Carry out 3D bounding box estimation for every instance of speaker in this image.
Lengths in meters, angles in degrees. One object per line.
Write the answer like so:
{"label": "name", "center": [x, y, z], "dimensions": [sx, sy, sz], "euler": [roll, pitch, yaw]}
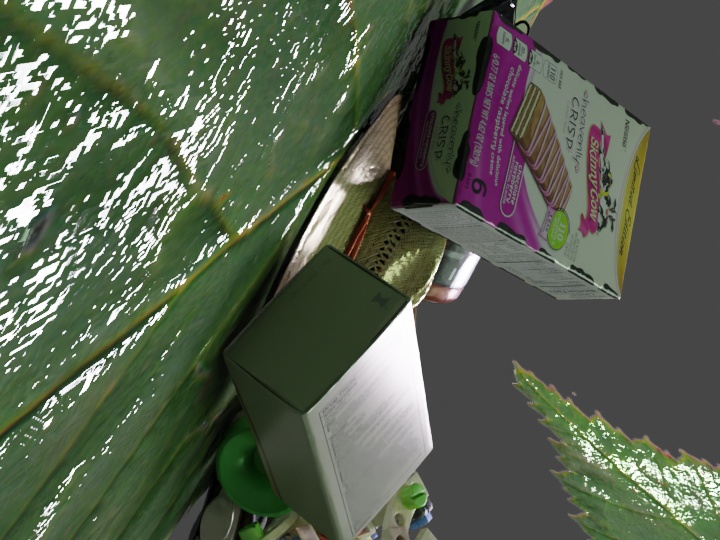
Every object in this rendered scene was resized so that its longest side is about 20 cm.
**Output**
{"label": "speaker", "center": [-0.044, 0.115, 1.130], "dimensions": [0.089, 0.088, 0.200], "euler": [-63, 174, 24]}

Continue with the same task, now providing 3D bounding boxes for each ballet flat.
{"label": "ballet flat", "center": [-0.119, 0.226, 1.180], "dimensions": [0.068, 0.068, 0.202], "euler": [-37, 147, -54]}

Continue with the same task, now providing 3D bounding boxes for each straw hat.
{"label": "straw hat", "center": [0.016, -0.017, 0.994], "dimensions": [0.202, 0.085, 0.201], "euler": [-60, 176, -7]}

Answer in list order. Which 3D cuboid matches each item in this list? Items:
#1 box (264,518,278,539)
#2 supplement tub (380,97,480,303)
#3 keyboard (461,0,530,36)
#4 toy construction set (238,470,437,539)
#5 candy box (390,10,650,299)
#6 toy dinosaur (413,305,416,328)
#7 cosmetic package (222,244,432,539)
{"label": "box", "center": [-0.115, 0.254, 1.295], "dimensions": [0.201, 0.074, 0.100], "euler": [-65, 173, 28]}
{"label": "supplement tub", "center": [0.073, -0.083, 1.098], "dimensions": [0.201, 0.106, 0.107], "euler": [-62, 175, 18]}
{"label": "keyboard", "center": [0.096, -0.136, 1.199], "dimensions": [0.104, 0.039, 0.202], "euler": [-32, 137, -41]}
{"label": "toy construction set", "center": [-0.016, 0.204, 1.085], "dimensions": [0.199, 0.093, 0.131], "euler": [-8, -167, 39]}
{"label": "candy box", "center": [0.117, -0.073, 0.992], "dimensions": [0.199, 0.061, 0.138], "euler": [25, 72, -44]}
{"label": "toy dinosaur", "center": [0.059, -0.054, 1.250], "dimensions": [0.106, 0.060, 0.202], "euler": [0, 95, -58]}
{"label": "cosmetic package", "center": [-0.015, 0.088, 0.935], "dimensions": [0.104, 0.073, 0.201], "euler": [-45, 151, -22]}
